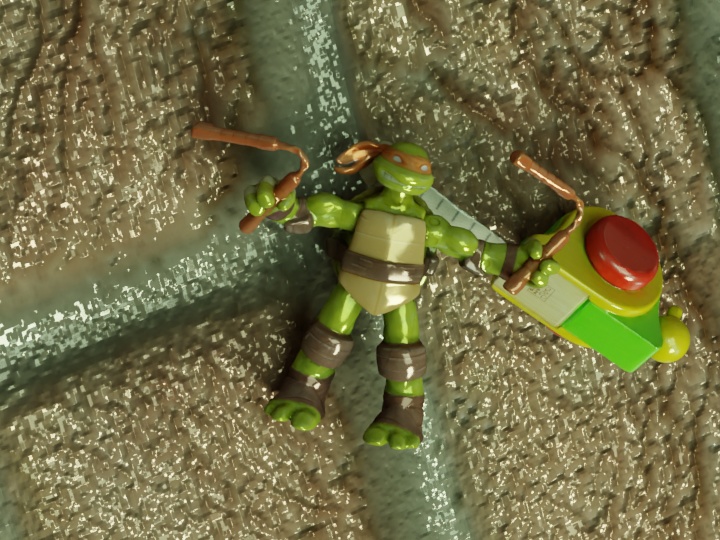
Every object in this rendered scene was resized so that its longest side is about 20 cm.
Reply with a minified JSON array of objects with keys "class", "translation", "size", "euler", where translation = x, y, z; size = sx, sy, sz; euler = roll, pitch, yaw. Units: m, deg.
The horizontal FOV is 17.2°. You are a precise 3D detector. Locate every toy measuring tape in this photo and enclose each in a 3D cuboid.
[{"class":"toy measuring tape","translation":[0.092,-0.018,1.238],"size":[0.200,0.074,0.074],"euler":[34,86,-10]}]

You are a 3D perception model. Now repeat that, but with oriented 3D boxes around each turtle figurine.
[{"class":"turtle figurine","translation":[0.000,0.000,1.184],"size":[0.199,0.064,0.162],"euler":[11,104,-13]}]
